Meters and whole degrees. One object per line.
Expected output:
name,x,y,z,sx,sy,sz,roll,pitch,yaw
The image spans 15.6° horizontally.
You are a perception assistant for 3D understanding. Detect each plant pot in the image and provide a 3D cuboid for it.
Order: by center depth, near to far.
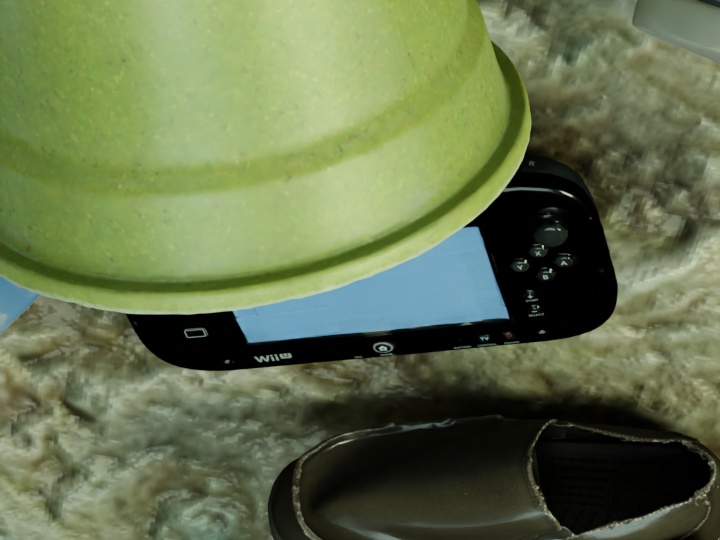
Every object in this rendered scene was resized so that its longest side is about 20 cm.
plant pot,-0.053,-0.117,0.846,0.200,0.201,0.185,-3,123,10

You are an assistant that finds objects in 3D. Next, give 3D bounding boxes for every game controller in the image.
game controller,0.000,0.000,1.044,0.200,0.042,0.104,-5,134,13

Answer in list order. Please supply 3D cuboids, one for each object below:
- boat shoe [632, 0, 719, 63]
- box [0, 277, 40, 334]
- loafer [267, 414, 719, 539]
boat shoe,0.196,-0.100,0.902,0.200,0.093,0.075,17,-177,25
box,-0.190,-0.014,1.048,0.122,0.048,0.200,30,131,-23
loafer,0.060,0.087,1.098,0.200,0.073,0.071,-4,153,-3
